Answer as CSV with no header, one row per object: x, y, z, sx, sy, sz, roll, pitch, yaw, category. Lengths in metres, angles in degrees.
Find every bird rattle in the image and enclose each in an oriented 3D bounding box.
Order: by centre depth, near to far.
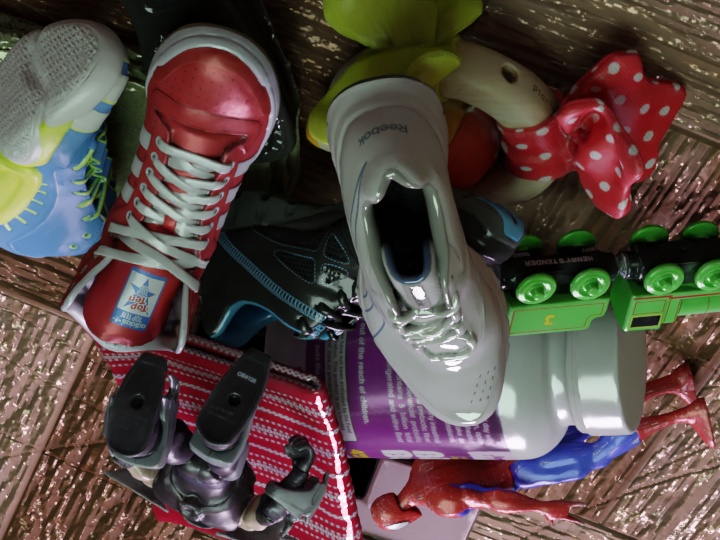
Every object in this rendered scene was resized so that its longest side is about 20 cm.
0.060,-0.085,1.523,0.199,0.113,0.163,18,152,-23,bird rattle

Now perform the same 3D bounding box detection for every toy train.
0.164,0.004,1.553,0.199,0.042,0.057,-4,138,-14,toy train

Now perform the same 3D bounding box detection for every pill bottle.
0.055,0.051,1.629,0.199,0.113,0.113,-1,136,18,pill bottle

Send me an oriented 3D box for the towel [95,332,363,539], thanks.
-0.071,0.102,1.639,0.144,0.023,0.200,17,148,19,towel

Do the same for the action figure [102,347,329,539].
-0.082,0.097,1.556,0.130,0.070,0.200,13,162,5,action figure

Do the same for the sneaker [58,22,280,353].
-0.097,-0.032,1.474,0.071,0.113,0.200,21,145,-2,sneaker

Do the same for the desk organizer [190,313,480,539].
-0.020,0.101,1.738,0.199,0.072,0.077,17,136,-2,desk organizer

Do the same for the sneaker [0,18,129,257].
-0.157,-0.065,1.553,0.105,0.076,0.200,23,148,-30,sneaker

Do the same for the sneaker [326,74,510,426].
0.027,0.004,1.438,0.074,0.087,0.200,-16,125,8,sneaker

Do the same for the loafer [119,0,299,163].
-0.078,-0.141,1.490,0.073,0.071,0.200,-3,131,28,loafer

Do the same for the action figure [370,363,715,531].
0.101,0.111,1.667,0.199,0.066,0.052,-16,126,0,action figure

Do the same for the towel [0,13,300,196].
-0.131,-0.071,1.610,0.199,0.037,0.149,12,139,2,towel

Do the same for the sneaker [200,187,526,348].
0.000,0.000,1.542,0.199,0.082,0.073,-5,158,37,sneaker
